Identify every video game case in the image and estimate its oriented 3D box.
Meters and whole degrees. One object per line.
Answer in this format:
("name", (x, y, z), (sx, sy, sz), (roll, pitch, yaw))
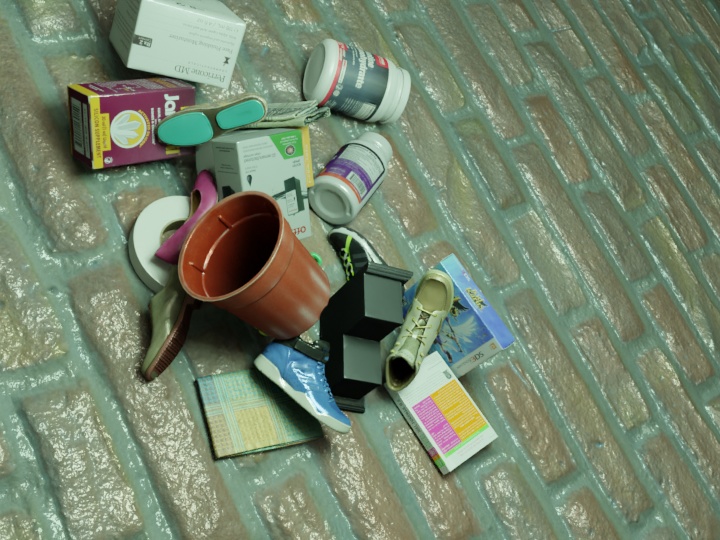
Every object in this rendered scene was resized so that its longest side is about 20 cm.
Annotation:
("video game case", (0.174, 0.095, 1.717), (0.045, 0.181, 0.200), (-30, 81, -40))

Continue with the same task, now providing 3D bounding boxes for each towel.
("towel", (-0.172, 0.235, 1.532), (0.200, 0.022, 0.147), (-6, 66, -32))
("towel", (-0.169, -0.297, 1.706), (0.200, 0.035, 0.193), (2, 16, 13))

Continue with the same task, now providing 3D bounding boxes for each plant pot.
("plant pot", (-0.160, 0.006, 1.478), (0.195, 0.200, 0.201), (46, 39, -47))

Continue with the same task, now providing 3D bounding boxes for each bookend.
("bookend", (0.010, 0.120, 1.592), (0.092, 0.200, 0.199), (13, 57, -24))

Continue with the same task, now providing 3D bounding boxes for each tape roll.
("tape roll", (-0.308, -0.039, 1.594), (0.202, 0.037, 0.203), (15, 56, -24))

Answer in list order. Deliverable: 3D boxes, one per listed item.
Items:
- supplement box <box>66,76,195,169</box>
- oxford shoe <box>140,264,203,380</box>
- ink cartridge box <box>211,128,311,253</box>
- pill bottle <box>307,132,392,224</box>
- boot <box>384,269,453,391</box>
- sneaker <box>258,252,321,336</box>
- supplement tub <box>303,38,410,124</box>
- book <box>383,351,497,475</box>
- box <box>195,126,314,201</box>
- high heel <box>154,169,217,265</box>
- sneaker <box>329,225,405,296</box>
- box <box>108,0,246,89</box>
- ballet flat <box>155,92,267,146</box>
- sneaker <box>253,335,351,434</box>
("supplement box", (-0.401, -0.263, 1.587), (0.200, 0.131, 0.103), (-15, 29, -36))
("oxford shoe", (-0.322, 0.084, 1.491), (0.075, 0.070, 0.200), (21, 70, 7))
("ink cartridge box", (-0.173, -0.142, 1.596), (0.146, 0.083, 0.200), (-20, 112, -39))
("pill bottle", (-0.014, -0.192, 1.813), (0.111, 0.111, 0.200), (40, 50, -5))
("boot", (0.104, 0.110, 1.630), (0.072, 0.200, 0.155), (24, 36, 9))
("sneaker", (-0.136, 0.033, 1.627), (0.074, 0.084, 0.200), (39, 52, -7))
("supplement tub", (-0.009, -0.398, 1.915), (0.200, 0.140, 0.141), (14, 58, -24))
("book", (0.149, 0.265, 1.695), (0.133, 0.048, 0.200), (-25, 77, -38))
("box", (-0.198, -0.205, 1.685), (0.200, 0.097, 0.125), (-18, 111, -37))
("high heel", (-0.305, -0.097, 1.567), (0.096, 0.067, 0.200), (12, 64, -26))
("sneaker", (0.000, 0.000, 1.737), (0.083, 0.072, 0.200), (-41, 80, -23))
("box", (-0.346, -0.446, 1.686), (0.199, 0.131, 0.200), (7, 25, -29))
("ballet flat", (-0.258, -0.266, 1.579), (0.200, 0.068, 0.067), (-12, 29, 1))
("sneaker", (-0.073, 0.179, 1.529), (0.200, 0.077, 0.111), (39, 84, 8))
